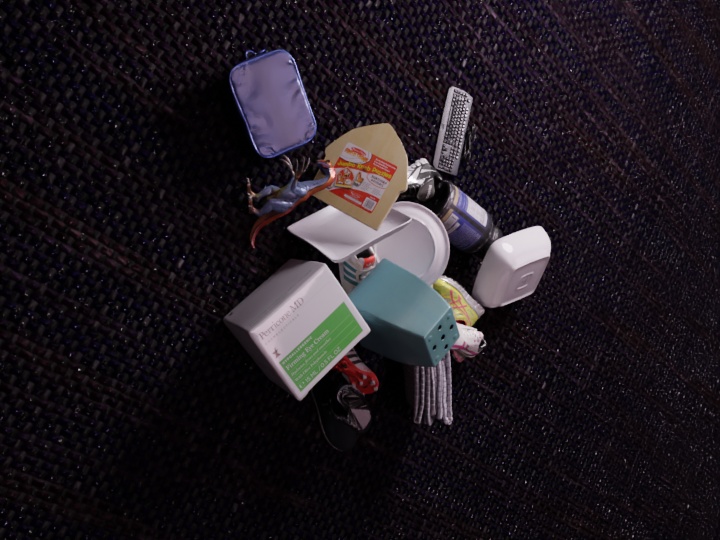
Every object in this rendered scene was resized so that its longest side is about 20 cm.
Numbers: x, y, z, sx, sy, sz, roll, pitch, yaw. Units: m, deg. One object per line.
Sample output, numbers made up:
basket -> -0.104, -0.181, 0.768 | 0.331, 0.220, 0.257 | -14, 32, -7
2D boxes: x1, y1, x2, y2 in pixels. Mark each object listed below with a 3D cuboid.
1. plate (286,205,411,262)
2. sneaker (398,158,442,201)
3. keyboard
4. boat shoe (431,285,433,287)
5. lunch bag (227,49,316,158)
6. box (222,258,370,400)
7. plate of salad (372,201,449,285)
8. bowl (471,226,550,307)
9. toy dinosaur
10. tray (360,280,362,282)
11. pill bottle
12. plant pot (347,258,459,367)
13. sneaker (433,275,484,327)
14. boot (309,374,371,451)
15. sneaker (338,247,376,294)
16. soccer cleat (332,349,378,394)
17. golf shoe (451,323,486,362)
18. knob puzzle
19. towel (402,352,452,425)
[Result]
plate -> -0.024, -0.086, 1.242 | 0.197, 0.199, 0.033 | -29, 126, -24
sneaker -> 0.118, -0.188, 1.334 | 0.199, 0.090, 0.067 | -31, 150, -44
keyboard -> 0.239, -0.331, 1.453 | 0.102, 0.039, 0.205 | 13, 88, -28
boat shoe -> 0.127, 0.015, 1.382 | 0.063, 0.072, 0.206 | -7, 95, -56
lunch bag -> -0.177, -0.325, 1.170 | 0.133, 0.132, 0.204 | -21, 105, -9
box -> -0.128, 0.106, 1.186 | 0.198, 0.199, 0.173 | -42, 109, -19
plate of salad -> 0.101, -0.052, 1.339 | 0.195, 0.048, 0.205 | 5, 106, 15
bowl -> 0.377, 0.005, 1.477 | 0.196, 0.075, 0.203 | -17, 139, -30
toy dinosaur -> -0.138, -0.158, 1.214 | 0.177, 0.106, 0.203 | -3, 129, -13
tray -> 0.048, 0.099, 1.342 | 0.198, 0.022, 0.109 | 24, 89, -48
pill bottle -> 0.241, -0.112, 1.428 | 0.198, 0.111, 0.114 | 33, 78, -27
plant pot -> 0.093, 0.097, 1.223 | 0.141, 0.198, 0.143 | -44, 133, -23
sneaker -> 0.214, 0.079, 1.448 | 0.199, 0.078, 0.091 | 39, 82, -24
boot -> -0.032, 0.316, 1.273 | 0.075, 0.167, 0.204 | -28, 107, -24
sneaker -> 0.000, -0.001, 1.310 | 0.069, 0.093, 0.205 | -19, 102, -26
soccer cleat -> -0.021, 0.207, 1.330 | 0.068, 0.086, 0.200 | -30, 133, 18
golf shoe -> 0.237, 0.151, 1.414 | 0.200, 0.090, 0.074 | 43, 27, -58
knob puzzle -> 0.013, -0.204, 1.224 | 0.224, 0.215, 0.030 | -68, 161, -7
towel -> 0.141, 0.232, 1.363 | 0.083, 0.166, 0.206 | -3, 97, -10
